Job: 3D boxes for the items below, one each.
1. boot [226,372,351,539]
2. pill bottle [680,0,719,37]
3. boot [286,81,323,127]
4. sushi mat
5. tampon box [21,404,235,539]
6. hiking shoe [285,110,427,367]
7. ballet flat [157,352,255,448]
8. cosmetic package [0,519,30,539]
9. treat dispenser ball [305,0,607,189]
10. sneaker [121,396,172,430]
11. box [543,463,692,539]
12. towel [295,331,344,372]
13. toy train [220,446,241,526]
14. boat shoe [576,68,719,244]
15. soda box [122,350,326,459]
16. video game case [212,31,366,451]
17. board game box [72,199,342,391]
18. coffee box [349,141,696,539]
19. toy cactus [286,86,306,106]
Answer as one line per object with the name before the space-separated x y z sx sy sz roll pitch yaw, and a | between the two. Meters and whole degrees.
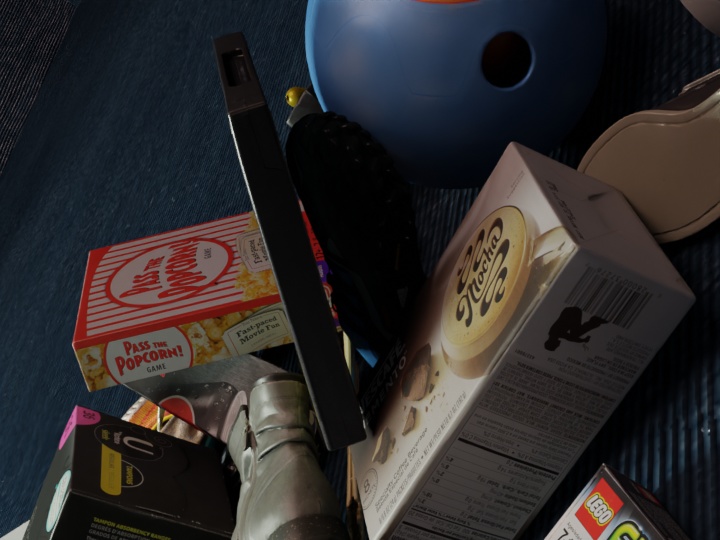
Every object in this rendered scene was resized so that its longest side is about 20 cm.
boot | -0.062 0.165 0.748 0.201 0.067 0.132 -60 35 40
pill bottle | 0.245 -0.210 0.581 0.200 0.114 0.115 -38 32 39
boot | 0.017 -0.184 0.952 0.166 0.065 0.200 -64 -8 18
sushi mat | -0.005 0.105 0.774 0.201 0.012 0.097 -92 -1 -50
tampon box | -0.190 0.232 0.864 0.202 0.125 0.150 -67 18 9
hiking shoe | 0.000 0.000 0.735 0.074 0.202 0.086 -32 5 -39
ballet flat | -0.131 0.080 1.018 0.068 0.067 0.202 77 -143 -79
cosmetic package | -0.290 0.296 1.057 0.199 0.112 0.082 -33 35 42
treat dispenser ball | 0.062 -0.156 0.769 0.201 0.200 0.202 -43 29 31
sneaker | -0.153 0.105 1.081 0.077 0.073 0.202 26 90 44
box | 0.122 0.180 0.482 0.111 0.035 0.200 -55 25 10
towel | -0.012 -0.020 0.978 0.147 0.024 0.201 -51 24 23
toy train | -0.099 0.208 0.880 0.046 0.034 0.201 -46 27 35
boat shoe | 0.195 -0.071 0.617 0.062 0.073 0.200 -23 -7 -36
soda box | -0.107 0.094 0.908 0.199 0.063 0.071 18 78 45
video game case | -0.045 -0.025 0.687 0.025 0.202 0.181 -16 24 -3
board game box | -0.117 0.014 0.912 0.197 0.047 0.152 -14 28 -2
coffee box | 0.075 0.051 0.628 0.201 0.079 0.113 -59 24 24
toy cactus | -0.016 -0.218 1.141 0.165 0.101 0.202 -170 100 -74
